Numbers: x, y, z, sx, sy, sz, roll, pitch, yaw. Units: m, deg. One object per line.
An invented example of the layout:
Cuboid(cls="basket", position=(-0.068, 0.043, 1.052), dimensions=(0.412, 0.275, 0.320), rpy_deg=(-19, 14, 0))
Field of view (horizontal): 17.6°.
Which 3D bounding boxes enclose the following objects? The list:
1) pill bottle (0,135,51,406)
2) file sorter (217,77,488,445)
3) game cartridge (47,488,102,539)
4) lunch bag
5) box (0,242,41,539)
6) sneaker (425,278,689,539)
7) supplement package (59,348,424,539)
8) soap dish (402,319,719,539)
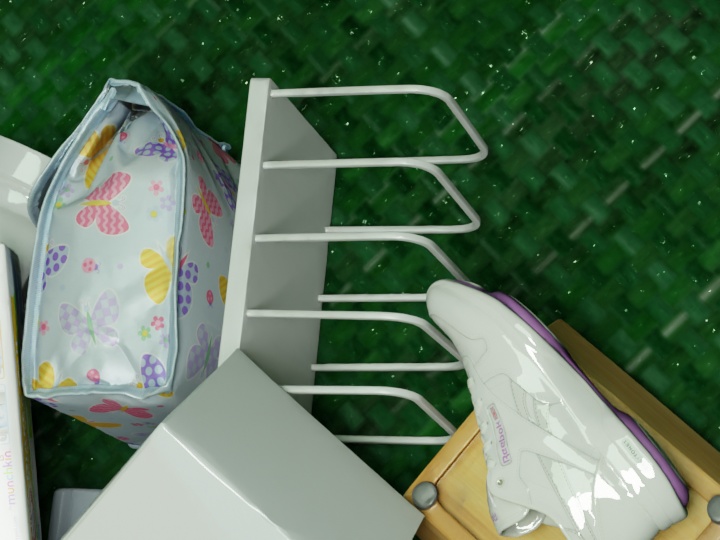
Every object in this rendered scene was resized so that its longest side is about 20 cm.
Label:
Cuboid(cls="pill bottle", position=(-0.246, 0.021, 1.525), dimensions=(0.115, 0.116, 0.201), rpy_deg=(22, 82, 26))
Cuboid(cls="file sorter", position=(0.000, 0.000, 1.422), dimensions=(0.124, 0.139, 0.202), rpy_deg=(0, 73, 19))
Cuboid(cls="game cartridge", position=(-0.104, 0.205, 1.436), dimensions=(0.198, 0.040, 0.134), rpy_deg=(1, 75, 13))
Cuboid(cls="lunch bag", position=(-0.128, 0.000, 1.454), dimensions=(0.126, 0.170, 0.202), rpy_deg=(0, 76, 19))
Cuboid(cls="box", position=(-0.252, 0.090, 1.403), dimensions=(0.101, 0.112, 0.202), rpy_deg=(-5, 88, -4))
Cuboid(cls="sneaker", position=(0.089, 0.086, 1.299), dimensions=(0.100, 0.075, 0.200), rpy_deg=(-43, 63, 3))
Cuboid(cls="supplement package", position=(-0.093, 0.181, 1.299), dimensions=(0.152, 0.151, 0.200), rpy_deg=(41, 109, 0))
Cuboid(cls="soap dish", position=(0.131, 0.142, 1.352), dimensions=(0.200, 0.081, 0.158), rpy_deg=(41, 91, 27))
